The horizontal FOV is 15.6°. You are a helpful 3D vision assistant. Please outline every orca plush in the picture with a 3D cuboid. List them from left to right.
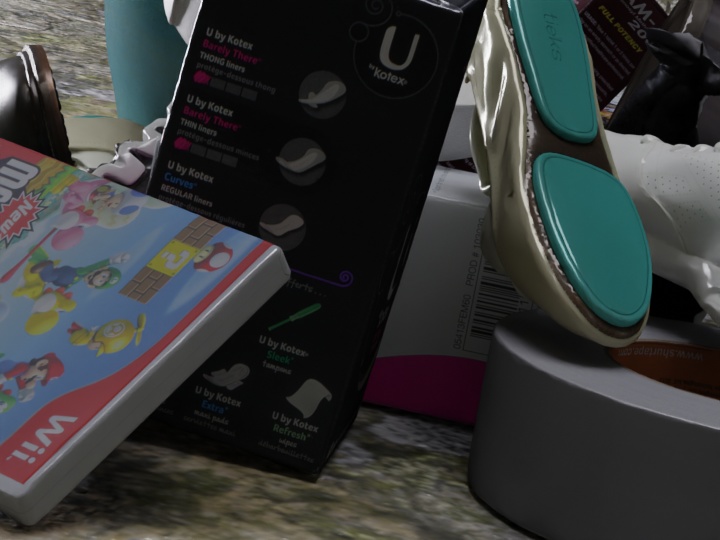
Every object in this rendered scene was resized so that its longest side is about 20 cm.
[{"bbox_3d":[0.143,-0.012,1.264,0.105,0.201,0.071,23,40,-1],"label":"orca plush"}]

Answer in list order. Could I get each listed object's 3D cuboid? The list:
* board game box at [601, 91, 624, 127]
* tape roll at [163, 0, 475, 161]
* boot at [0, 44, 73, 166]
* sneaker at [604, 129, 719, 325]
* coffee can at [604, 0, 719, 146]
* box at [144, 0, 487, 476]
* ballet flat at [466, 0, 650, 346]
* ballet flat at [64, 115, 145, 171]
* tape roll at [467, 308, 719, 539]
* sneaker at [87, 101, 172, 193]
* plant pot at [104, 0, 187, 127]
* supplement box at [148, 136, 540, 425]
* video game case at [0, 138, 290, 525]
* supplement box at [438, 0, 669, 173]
[{"bbox_3d":[0.162,-0.051,1.650,0.159,0.097,0.200,5,13,-29],"label":"board game box"},{"bbox_3d":[0.000,-0.129,1.309,0.202,0.037,0.203,15,36,-11],"label":"tape roll"},{"bbox_3d":[-0.192,-0.058,1.215,0.096,0.075,0.200,-12,2,-17],"label":"boot"},{"bbox_3d":[0.159,-0.033,1.160,0.075,0.089,0.200,20,13,-45],"label":"sneaker"},{"bbox_3d":[0.236,-0.047,1.450,0.199,0.147,0.146,28,11,-2],"label":"coffee can"},{"bbox_3d":[-0.028,-0.034,1.094,0.106,0.201,0.122,18,13,4],"label":"box"},{"bbox_3d":[0.078,-0.037,1.130,0.069,0.070,0.201,8,50,-17],"label":"ballet flat"},{"bbox_3d":[-0.177,-0.044,1.402,0.199,0.070,0.069,-2,17,-44],"label":"ballet flat"},{"bbox_3d":[0.146,0.074,1.100,0.199,0.067,0.200,12,11,-2],"label":"tape roll"},{"bbox_3d":[-0.060,-0.067,1.359,0.090,0.200,0.067,39,-15,10],"label":"sneaker"},{"bbox_3d":[-0.060,-0.131,1.516,0.199,0.189,0.200,11,26,-6],"label":"plant pot"},{"bbox_3d":[0.000,0.000,1.228,0.199,0.102,0.103,12,11,3],"label":"supplement box"},{"bbox_3d":[-0.142,0.014,1.016,0.199,0.018,0.143,21,55,41],"label":"video game case"},{"bbox_3d":[0.084,-0.104,1.562,0.061,0.200,0.109,44,3,-25],"label":"supplement box"}]
